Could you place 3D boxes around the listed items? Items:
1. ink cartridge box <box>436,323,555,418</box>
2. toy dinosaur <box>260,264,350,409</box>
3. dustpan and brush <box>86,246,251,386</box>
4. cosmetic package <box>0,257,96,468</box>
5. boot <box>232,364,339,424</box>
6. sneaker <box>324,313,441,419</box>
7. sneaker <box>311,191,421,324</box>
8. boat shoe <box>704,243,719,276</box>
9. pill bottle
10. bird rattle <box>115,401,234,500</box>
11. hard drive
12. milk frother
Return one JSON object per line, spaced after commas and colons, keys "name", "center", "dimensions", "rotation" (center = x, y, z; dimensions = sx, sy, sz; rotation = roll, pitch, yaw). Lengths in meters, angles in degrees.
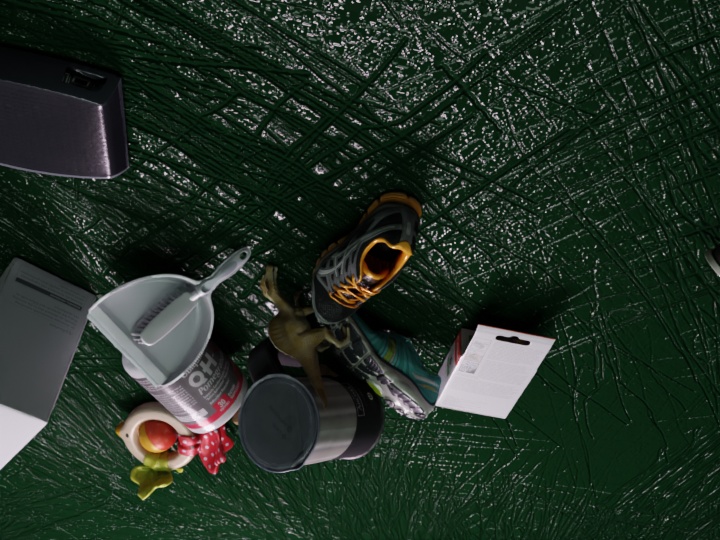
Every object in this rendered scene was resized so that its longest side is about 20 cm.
{"name": "ink cartridge box", "center": [0.179, 0.126, 0.991], "dimensions": [0.108, 0.051, 0.201], "rotation": [11, 137, -5]}
{"name": "toy dinosaur", "center": [-0.068, 0.087, 0.904], "dimensions": [0.101, 0.201, 0.058], "rotation": [-6, 150, -42]}
{"name": "dustpan and brush", "center": [-0.216, 0.038, 0.893], "dimensions": [0.140, 0.200, 0.057], "rotation": [51, 167, -19]}
{"name": "cosmetic package", "center": [-0.472, 0.130, 0.963], "dimensions": [0.122, 0.201, 0.199], "rotation": [31, 134, -26]}
{"name": "boot", "center": [-0.084, 0.231, 1.119], "dimensions": [0.200, 0.071, 0.144], "rotation": [-25, 122, 22]}
{"name": "sneaker", "center": [0.031, 0.116, 0.981], "dimensions": [0.200, 0.080, 0.077], "rotation": [45, 146, -13]}
{"name": "sneaker", "center": [0.000, 0.000, 0.833], "dimensions": [0.078, 0.078, 0.200], "rotation": [22, 128, -19]}
{"name": "boat shoe", "center": [0.471, 0.003, 0.804], "dimensions": [0.200, 0.072, 0.061], "rotation": [18, 134, -23]}
{"name": "pill bottle", "center": [-0.253, 0.123, 0.990], "dimensions": [0.110, 0.111, 0.200], "rotation": [-18, 127, 25]}
{"name": "bird rattle", "center": [-0.320, 0.291, 1.208], "dimensions": [0.199, 0.113, 0.163], "rotation": [-28, 112, 29]}
{"name": "hard drive", "center": [-0.344, -0.159, 0.740], "dimensions": [0.198, 0.043, 0.135], "rotation": [11, 139, -5]}
{"name": "milk frother", "center": [-0.103, 0.209, 0.962], "dimensions": [0.201, 0.180, 0.188], "rotation": [-53, 153, 10]}
